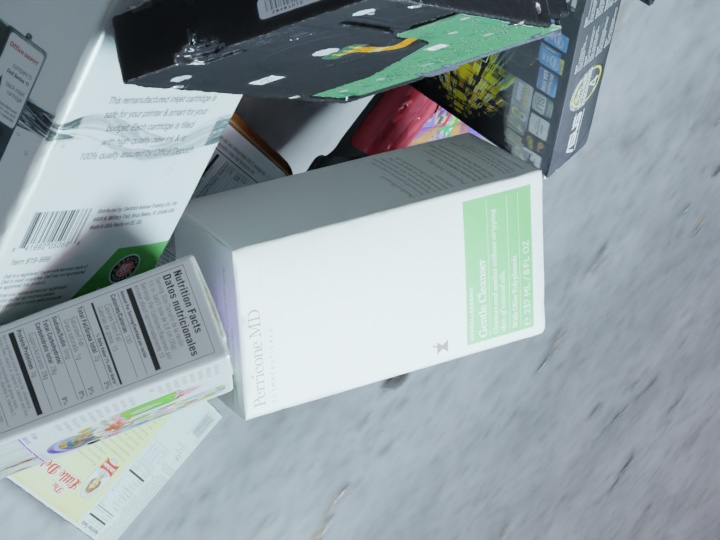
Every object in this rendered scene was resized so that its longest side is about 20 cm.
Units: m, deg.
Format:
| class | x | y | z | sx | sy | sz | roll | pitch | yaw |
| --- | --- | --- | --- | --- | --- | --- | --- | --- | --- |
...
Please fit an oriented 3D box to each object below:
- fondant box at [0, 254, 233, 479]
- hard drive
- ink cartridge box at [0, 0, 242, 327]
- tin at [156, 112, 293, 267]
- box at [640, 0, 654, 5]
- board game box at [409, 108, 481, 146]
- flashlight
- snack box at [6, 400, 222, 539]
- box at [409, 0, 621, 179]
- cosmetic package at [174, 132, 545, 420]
| class | x | y | z | sx | sy | sz | roll | pitch | yaw |
| --- | --- | --- | --- | --- | --- | --- | --- | --- | --- |
| fondant box | -0.166 | 0.063 | 1.166 | 0.199 | 0.059 | 0.144 | -20 | 172 | -6 |
| hard drive | -0.004 | -0.117 | 1.067 | 0.139 | 0.038 | 0.200 | -15 | 173 | 30 |
| ink cartridge box | -0.138 | -0.079 | 1.126 | 0.146 | 0.083 | 0.201 | -8 | 132 | -58 |
| tin | -0.099 | -0.043 | 1.314 | 0.112 | 0.042 | 0.200 | -55 | 157 | -2 |
| box | 0.157 | -0.270 | 1.317 | 0.133 | 0.114 | 0.200 | -56 | 167 | -13 |
| board game box | 0.030 | -0.027 | 1.570 | 0.200 | 0.039 | 0.158 | -42 | 155 | -21 |
| flashlight | 0.032 | -0.097 | 1.394 | 0.200 | 0.068 | 0.068 | -54 | 163 | -26 |
| snack box | -0.160 | 0.095 | 1.400 | 0.116 | 0.037 | 0.200 | -49 | 157 | -7 |
| box | 0.070 | -0.169 | 1.282 | 0.049 | 0.161 | 0.201 | -42 | 156 | -32 |
| cosmetic package | 0.000 | 0.000 | 1.297 | 0.199 | 0.085 | 0.108 | -17 | 117 | -26 |
